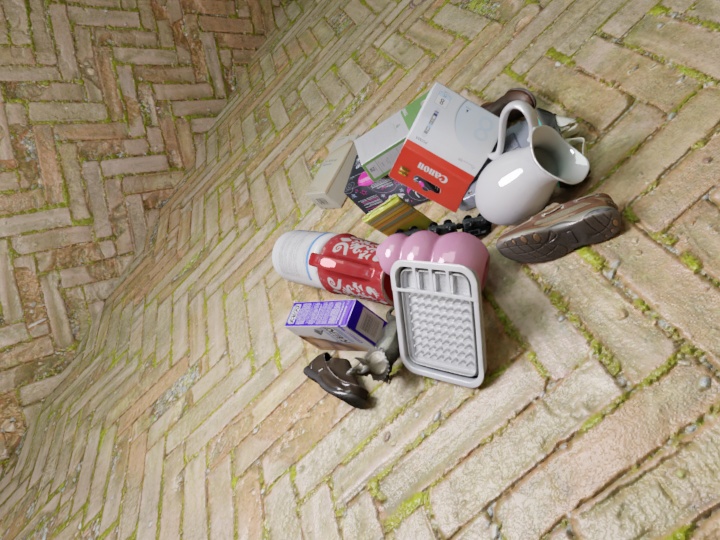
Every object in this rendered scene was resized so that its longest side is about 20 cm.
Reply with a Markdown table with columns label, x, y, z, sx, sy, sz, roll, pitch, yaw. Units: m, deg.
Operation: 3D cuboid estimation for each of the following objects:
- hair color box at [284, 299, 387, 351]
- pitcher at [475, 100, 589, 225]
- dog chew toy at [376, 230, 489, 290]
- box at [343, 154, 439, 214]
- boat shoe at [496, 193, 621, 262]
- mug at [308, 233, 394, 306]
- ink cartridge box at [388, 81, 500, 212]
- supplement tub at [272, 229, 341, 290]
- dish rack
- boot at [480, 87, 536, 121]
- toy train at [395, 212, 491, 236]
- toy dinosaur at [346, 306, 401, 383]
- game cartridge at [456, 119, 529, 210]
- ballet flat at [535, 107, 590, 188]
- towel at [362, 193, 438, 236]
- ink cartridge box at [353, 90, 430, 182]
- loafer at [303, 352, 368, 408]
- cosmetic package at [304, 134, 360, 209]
| label | x | y | z | sx | sy | sz | roll | pitch | yaw |
| --- | --- | --- | --- | --- | --- | --- | --- | --- | --- |
| hair color box | -0.050 | 0.113 | 1.159 | 0.199 | 0.109 | 0.065 | -5 | 55 | 49 |
| pitcher | 0.266 | -0.177 | 0.979 | 0.121 | 0.172 | 0.200 | -27 | -8 | -25 |
| dog chew toy | 0.124 | -0.015 | 1.015 | 0.198 | 0.125 | 0.125 | 13 | 63 | 18 |
| box | 0.082 | -0.221 | 1.326 | 0.199 | 0.115 | 0.133 | -15 | 45 | 39 |
| boat shoe | 0.320 | -0.070 | 0.936 | 0.199 | 0.076 | 0.072 | -15 | 42 | 29 |
| mug | 0.004 | 0.010 | 1.163 | 0.177 | 0.135 | 0.199 | -23 | 24 | -33 |
| ink cartridge box | 0.169 | -0.239 | 1.120 | 0.201 | 0.159 | 0.047 | -63 | 7 | -5 |
| supplement tub | -0.108 | -0.027 | 1.348 | 0.199 | 0.132 | 0.133 | 11 | 66 | 53 |
| dish rack | 0.132 | 0.079 | 0.931 | 0.171 | 0.202 | 0.043 | 6 | 18 | 43 |
| boot | 0.249 | -0.288 | 1.198 | 0.200 | 0.064 | 0.186 | -43 | 16 | -18 |
| toy train | 0.151 | -0.068 | 1.086 | 0.198 | 0.046 | 0.034 | -11 | 31 | 0 |
| toy dinosaur | 0.049 | 0.138 | 1.025 | 0.200 | 0.077 | 0.102 | -51 | -5 | -35 |
| game cartridge | 0.270 | -0.208 | 1.160 | 0.199 | 0.041 | 0.134 | -33 | 33 | 26 |
| ballet flat | 0.370 | -0.230 | 1.041 | 0.068 | 0.068 | 0.201 | -21 | 52 | 23 |
| towel | 0.093 | -0.084 | 1.103 | 0.086 | 0.199 | 0.018 | -29 | 57 | 27 |
| ink cartridge box | 0.089 | -0.285 | 1.222 | 0.199 | 0.059 | 0.104 | -31 | 40 | 15 |
| loafer | -0.045 | 0.200 | 1.099 | 0.199 | 0.073 | 0.072 | 18 | 73 | 56 |
| cosmetic package | -0.059 | -0.272 | 1.585 | 0.103 | 0.073 | 0.201 | 3 | 61 | 52 |
